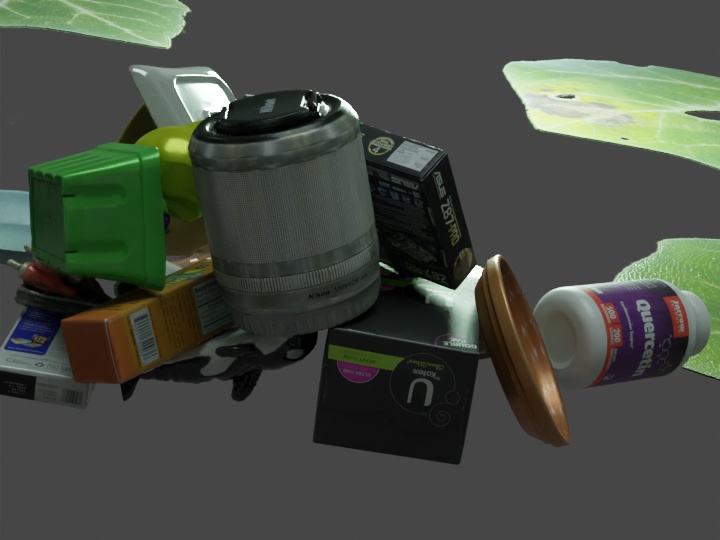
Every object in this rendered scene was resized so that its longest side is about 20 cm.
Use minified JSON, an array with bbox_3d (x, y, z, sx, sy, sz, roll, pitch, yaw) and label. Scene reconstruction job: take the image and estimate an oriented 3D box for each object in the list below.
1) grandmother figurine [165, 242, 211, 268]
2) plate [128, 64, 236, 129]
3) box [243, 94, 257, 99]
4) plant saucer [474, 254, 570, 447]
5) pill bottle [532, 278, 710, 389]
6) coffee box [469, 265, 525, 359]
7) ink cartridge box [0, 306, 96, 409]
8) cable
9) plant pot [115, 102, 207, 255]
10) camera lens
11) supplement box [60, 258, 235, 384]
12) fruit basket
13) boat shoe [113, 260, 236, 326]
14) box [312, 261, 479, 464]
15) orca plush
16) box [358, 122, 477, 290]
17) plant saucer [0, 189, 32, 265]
[{"bbox_3d":[-0.143,-0.021,1.646,0.199,0.061,0.121,-22,22,1],"label":"grandmother figurine"},{"bbox_3d":[-0.165,-0.152,1.691,0.032,0.200,0.200,-29,-3,21],"label":"plate"},{"bbox_3d":[-0.117,-0.122,1.895,0.050,0.158,0.200,3,21,-18],"label":"box"},{"bbox_3d":[0.158,0.084,1.476,0.037,0.201,0.200,-21,17,11],"label":"plant saucer"},{"bbox_3d":[0.294,0.068,1.650,0.199,0.113,0.112,-5,25,-34],"label":"pill bottle"},{"bbox_3d":[0.079,0.028,1.702,0.113,0.080,0.200,-5,25,-36],"label":"coffee box"},{"bbox_3d":[-0.299,0.074,1.473,0.094,0.037,0.200,10,23,-3],"label":"ink cartridge box"},{"bbox_3d":[-0.266,0.025,1.498,0.199,0.050,0.097,18,20,16],"label":"cable"},{"bbox_3d":[-0.213,-0.097,1.783,0.142,0.200,0.200,24,12,-29],"label":"plant pot"},{"bbox_3d":[-0.069,-0.059,1.386,0.159,0.201,0.160,-8,21,3],"label":"camera lens"},{"bbox_3d":[-0.189,0.045,1.419,0.066,0.069,0.200,-2,14,37],"label":"supplement box"},{"bbox_3d":[-0.210,-0.067,1.447,0.215,0.156,0.216,-1,7,0],"label":"fruit basket"},{"bbox_3d":[-0.164,0.038,1.555,0.199,0.072,0.069,24,23,5],"label":"boat shoe"},{"bbox_3d":[0.039,0.085,1.471,0.148,0.125,0.200,9,21,1],"label":"box"},{"bbox_3d":[-0.132,0.099,1.437,0.199,0.071,0.105,-17,10,-9],"label":"orca plush"},{"bbox_3d":[0.012,-0.075,1.490,0.200,0.161,0.049,21,55,35],"label":"box"},{"bbox_3d":[-0.402,-0.044,1.728,0.200,0.039,0.201,9,21,-4],"label":"plant saucer"}]
